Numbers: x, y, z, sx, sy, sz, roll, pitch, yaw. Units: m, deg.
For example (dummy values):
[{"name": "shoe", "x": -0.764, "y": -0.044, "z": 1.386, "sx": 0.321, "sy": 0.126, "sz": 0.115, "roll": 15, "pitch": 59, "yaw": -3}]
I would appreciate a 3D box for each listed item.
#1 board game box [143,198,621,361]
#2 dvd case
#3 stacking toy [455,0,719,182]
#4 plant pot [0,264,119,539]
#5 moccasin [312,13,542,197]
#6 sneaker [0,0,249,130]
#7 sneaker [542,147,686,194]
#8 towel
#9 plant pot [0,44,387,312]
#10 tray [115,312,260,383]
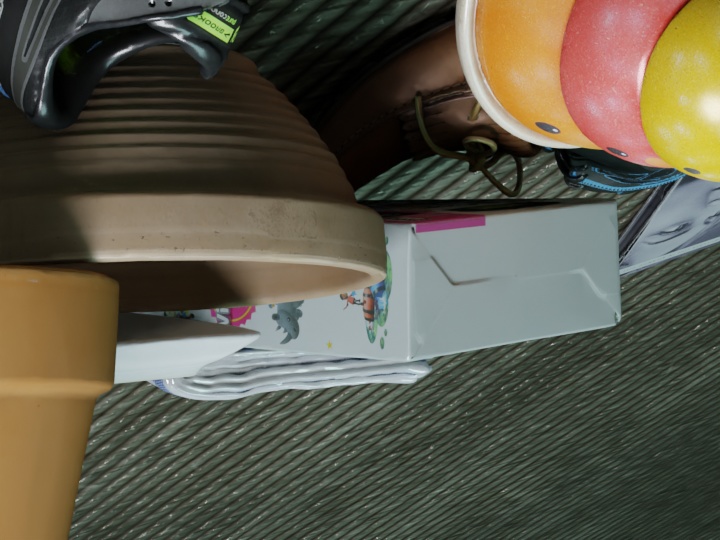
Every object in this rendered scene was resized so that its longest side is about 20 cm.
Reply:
[{"name": "board game box", "x": 0.000, "y": 0.000, "z": 1.137, "sx": 0.200, "sy": 0.065, "sz": 0.147, "roll": 1, "pitch": -175, "yaw": 44}, {"name": "dvd case", "x": 0.245, "y": -0.060, "z": 1.516, "sx": 0.148, "sy": 0.016, "sz": 0.200, "roll": -18, "pitch": 161, "yaw": -22}, {"name": "stacking toy", "x": 0.142, "y": -0.083, "z": 0.976, "sx": 0.146, "sy": 0.200, "sz": 0.147, "roll": -14, "pitch": 123, "yaw": -23}, {"name": "plant pot", "x": -0.187, "y": 0.075, "z": 0.885, "sx": 0.199, "sy": 0.141, "sz": 0.200, "roll": -2, "pitch": 176, "yaw": 0}, {"name": "moccasin", "x": 0.066, "y": -0.081, "z": 1.122, "sx": 0.201, "sy": 0.078, "sz": 0.074, "roll": -25, "pitch": 165, "yaw": 4}, {"name": "sneaker", "x": -0.051, "y": -0.116, "z": 0.865, "sx": 0.199, "sy": 0.083, "sz": 0.071, "roll": -31, "pitch": 161, "yaw": 17}, {"name": "sneaker", "x": 0.127, "y": -0.069, "z": 1.246, "sx": 0.082, "sy": 0.073, "sz": 0.200, "roll": -32, "pitch": 160, "yaw": 25}, {"name": "towel", "x": -0.073, "y": 0.040, "z": 1.191, "sx": 0.147, "sy": 0.024, "sz": 0.200, "roll": -3, "pitch": -175, "yaw": -31}, {"name": "plant pot", "x": -0.091, "y": -0.037, "z": 0.965, "sx": 0.200, "sy": 0.093, "sz": 0.201, "roll": -3, "pitch": 174, "yaw": 0}, {"name": "tray", "x": -0.152, "y": 0.028, "z": 1.051, "sx": 0.200, "sy": 0.022, "sz": 0.107, "roll": 6, "pitch": -176, "yaw": 36}]
